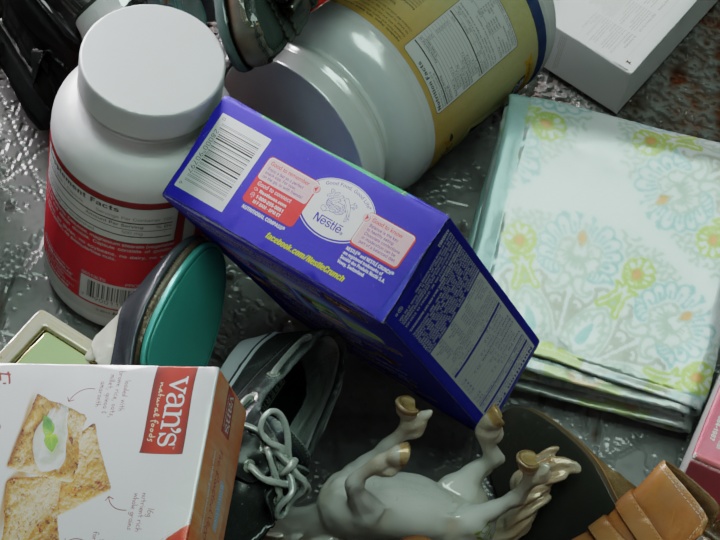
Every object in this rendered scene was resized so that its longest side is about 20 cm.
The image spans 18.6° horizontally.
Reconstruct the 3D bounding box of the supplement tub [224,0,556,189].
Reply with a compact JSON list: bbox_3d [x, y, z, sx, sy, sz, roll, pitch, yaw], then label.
[{"bbox_3d":[0.019,-0.138,1.447,0.144,0.145,0.200,38,57,17],"label":"supplement tub"}]

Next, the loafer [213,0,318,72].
[{"bbox_3d":[-0.045,-0.197,1.328,0.063,0.072,0.201,-11,39,15],"label":"loafer"}]

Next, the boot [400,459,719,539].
[{"bbox_3d":[0.126,0.168,1.239,0.200,0.155,0.074,34,15,3],"label":"boot"}]

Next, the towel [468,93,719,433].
[{"bbox_3d":[0.154,-0.007,1.413,0.170,0.048,0.201,15,69,-1],"label":"towel"}]

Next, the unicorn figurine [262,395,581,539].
[{"bbox_3d":[0.018,0.128,1.280,0.199,0.138,0.074,22,42,-12],"label":"unicorn figurine"}]

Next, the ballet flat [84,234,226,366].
[{"bbox_3d":[-0.130,0.072,1.241,0.073,0.073,0.201,12,69,-2],"label":"ballet flat"}]

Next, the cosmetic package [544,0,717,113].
[{"bbox_3d":[0.209,-0.204,1.588,0.082,0.051,0.200,33,56,16],"label":"cosmetic package"}]

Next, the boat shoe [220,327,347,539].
[{"bbox_3d":[-0.058,0.107,1.218,0.068,0.074,0.200,-15,27,34],"label":"boat shoe"}]

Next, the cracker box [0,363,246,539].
[{"bbox_3d":[-0.170,0.119,1.155,0.199,0.058,0.135,0,60,15],"label":"cracker box"}]

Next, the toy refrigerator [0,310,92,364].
[{"bbox_3d":[-0.215,0.121,1.263,0.076,0.070,0.200,31,54,13],"label":"toy refrigerator"}]

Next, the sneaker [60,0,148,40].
[{"bbox_3d":[-0.135,-0.221,1.365,0.091,0.066,0.200,46,46,-7],"label":"sneaker"}]

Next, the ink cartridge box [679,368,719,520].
[{"bbox_3d":[0.306,0.122,1.351,0.199,0.083,0.147,24,54,8],"label":"ink cartridge box"}]

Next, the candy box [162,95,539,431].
[{"bbox_3d":[0.000,0.000,1.287,0.169,0.200,0.077,30,80,28],"label":"candy box"}]

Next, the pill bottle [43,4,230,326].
[{"bbox_3d":[-0.134,-0.062,1.328,0.112,0.200,0.113,5,53,-7],"label":"pill bottle"}]

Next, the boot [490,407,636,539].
[{"bbox_3d":[0.157,0.158,1.322,0.200,0.074,0.075,45,30,25],"label":"boot"}]

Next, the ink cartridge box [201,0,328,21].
[{"bbox_3d":[-0.028,-0.222,1.436,0.161,0.200,0.050,-37,108,-19],"label":"ink cartridge box"}]

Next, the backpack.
[{"bbox_3d":[-0.190,-0.194,1.447,0.126,0.167,0.201,-15,64,-26],"label":"backpack"}]
